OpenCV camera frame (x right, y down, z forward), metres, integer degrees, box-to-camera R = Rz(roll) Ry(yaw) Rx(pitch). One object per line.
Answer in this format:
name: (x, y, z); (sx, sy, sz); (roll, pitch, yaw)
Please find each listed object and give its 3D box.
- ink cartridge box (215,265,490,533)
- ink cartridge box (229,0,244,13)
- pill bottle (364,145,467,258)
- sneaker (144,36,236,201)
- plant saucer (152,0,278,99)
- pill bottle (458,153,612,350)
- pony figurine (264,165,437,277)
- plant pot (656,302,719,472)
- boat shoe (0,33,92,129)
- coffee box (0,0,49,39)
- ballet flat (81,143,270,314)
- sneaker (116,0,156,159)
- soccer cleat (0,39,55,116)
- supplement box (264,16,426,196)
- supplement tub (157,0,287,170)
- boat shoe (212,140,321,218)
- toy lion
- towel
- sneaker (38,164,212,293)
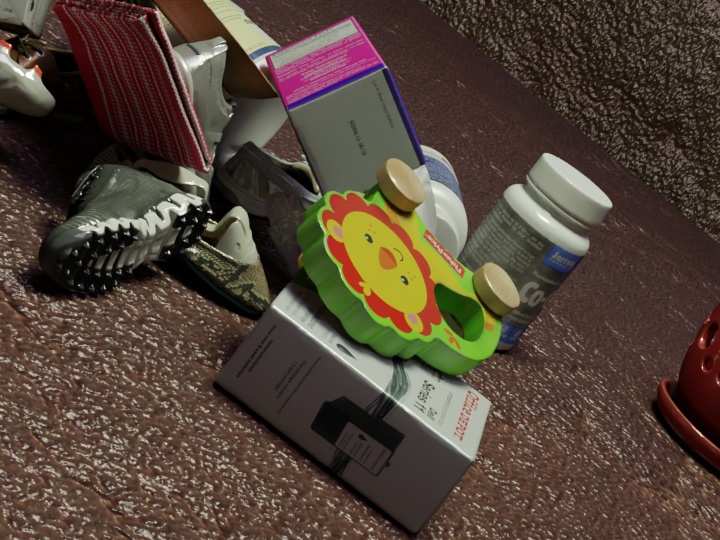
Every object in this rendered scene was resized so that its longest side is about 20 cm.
ink cartridge box: (0.000, 0.098, 1.265); (0.199, 0.083, 0.147); (38, 18, -1)
ink cartridge box: (-0.201, -0.278, 1.833); (0.145, 0.084, 0.200); (33, 17, -25)
pill bottle: (0.061, -0.060, 1.749); (0.111, 0.111, 0.200); (33, 17, -13)
sneaker: (-0.142, -0.122, 1.409); (0.082, 0.201, 0.075); (-28, 61, -23)
plant saucer: (-0.152, -0.227, 1.455); (0.201, 0.035, 0.200); (50, 0, 0)
pill bottle: (0.179, -0.022, 1.732); (0.113, 0.201, 0.114); (33, 18, -12)
pony figurine: (0.000, 0.000, 1.459); (0.200, 0.165, 0.195); (-38, 107, -76)
plant pot: (0.477, 0.148, 1.915); (0.200, 0.183, 0.201); (33, 17, -11)
boat shoe: (-0.306, -0.181, 1.406); (0.072, 0.068, 0.200); (44, 18, 21)
coffee box: (-0.336, -0.262, 1.400); (0.112, 0.081, 0.200); (14, 3, -9)
ballet flat: (-0.145, -0.040, 1.351); (0.199, 0.075, 0.068); (34, 19, -12)
sneaker: (-0.216, -0.192, 1.488); (0.118, 0.073, 0.202); (54, 17, -71)
soccer cleat: (-0.346, -0.168, 1.285); (0.199, 0.078, 0.069); (29, -14, -10)
supplement box: (-0.018, -0.153, 1.476); (0.200, 0.103, 0.102); (-109, 176, -67)
supplement tub: (-0.175, -0.216, 1.628); (0.200, 0.145, 0.145); (42, 18, 15)
boat shoe: (-0.073, -0.091, 1.643); (0.074, 0.065, 0.201); (47, 19, 29)
toy lion: (0.035, 0.010, 1.295); (0.200, 0.069, 0.192); (46, 29, -12)
towel: (-0.196, -0.161, 1.344); (0.200, 0.022, 0.146); (22, -44, 56)
sneaker: (-0.202, -0.038, 1.238); (0.090, 0.067, 0.200); (35, 25, 15)
